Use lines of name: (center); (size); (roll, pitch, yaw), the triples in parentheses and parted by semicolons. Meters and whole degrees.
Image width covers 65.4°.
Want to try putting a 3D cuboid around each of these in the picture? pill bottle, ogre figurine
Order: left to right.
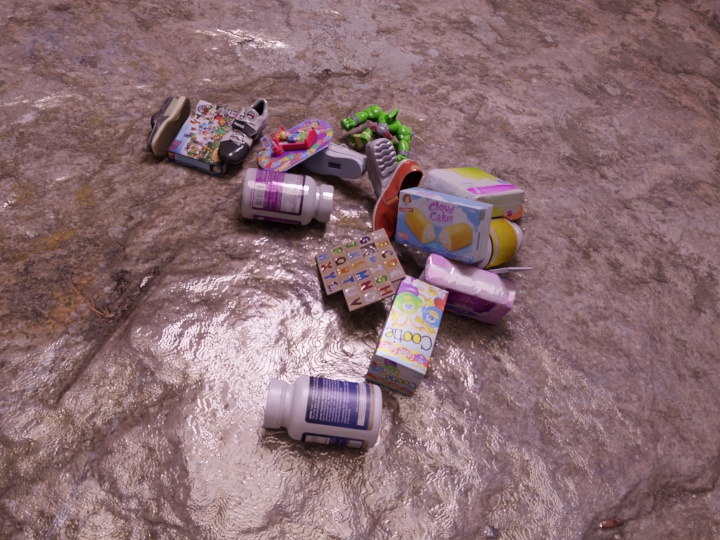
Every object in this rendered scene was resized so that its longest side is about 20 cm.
pill bottle: (-0.163, -0.162, 1.263); (0.197, 0.113, 0.113); (7, 53, -9)
pill bottle: (-0.068, 0.246, 0.993); (0.197, 0.112, 0.112); (9, 53, -7)
ogre figurine: (0.059, -0.359, 1.470); (0.198, 0.099, 0.120); (27, 64, 21)
pill bottle: (0.288, -0.062, 1.275); (0.199, 0.113, 0.113); (-12, 56, -47)

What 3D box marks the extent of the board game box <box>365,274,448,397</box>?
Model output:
board game box: (0.094, 0.128, 1.122); (0.104, 0.104, 0.201); (21, 53, 2)

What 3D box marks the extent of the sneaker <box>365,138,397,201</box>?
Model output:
sneaker: (0.059, -0.216, 1.330); (0.074, 0.203, 0.082); (-19, 23, -20)

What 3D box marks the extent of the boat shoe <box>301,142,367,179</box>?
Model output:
boat shoe: (-0.061, -0.283, 1.387); (0.200, 0.075, 0.086); (17, 34, 27)

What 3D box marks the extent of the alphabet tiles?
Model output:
alphabet tiles: (0.000, 0.000, 1.181); (0.165, 0.008, 0.201); (-21, 43, 0)

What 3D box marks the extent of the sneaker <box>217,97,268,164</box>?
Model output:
sneaker: (-0.278, -0.339, 1.334); (0.073, 0.089, 0.201); (24, 54, -2)

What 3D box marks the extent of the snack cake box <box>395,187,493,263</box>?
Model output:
snack cake box: (0.173, -0.099, 1.188); (0.199, 0.117, 0.067); (19, 25, 38)

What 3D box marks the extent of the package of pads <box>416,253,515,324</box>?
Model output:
package of pads: (0.220, 0.042, 1.200); (0.197, 0.121, 0.076); (18, 65, 0)

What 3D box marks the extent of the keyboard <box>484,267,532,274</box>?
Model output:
keyboard: (0.298, 0.002, 1.219); (0.055, 0.200, 0.011); (-6, 88, -14)

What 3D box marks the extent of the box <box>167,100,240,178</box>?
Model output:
box: (-0.368, -0.326, 1.377); (0.135, 0.038, 0.202); (16, 53, -2)

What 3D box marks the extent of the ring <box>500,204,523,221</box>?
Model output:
ring: (0.324, -0.192, 1.428); (0.198, 0.019, 0.202); (12, 39, -10)

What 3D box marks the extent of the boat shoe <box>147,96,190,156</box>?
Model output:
boat shoe: (-0.473, -0.351, 1.356); (0.065, 0.072, 0.203); (9, 52, 6)

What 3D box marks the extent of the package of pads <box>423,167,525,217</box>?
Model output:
package of pads: (0.256, -0.179, 1.281); (0.198, 0.069, 0.154); (-11, 37, -42)

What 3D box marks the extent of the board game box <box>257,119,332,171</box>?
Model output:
board game box: (-0.165, -0.319, 1.360); (0.199, 0.039, 0.158); (-32, 44, -5)

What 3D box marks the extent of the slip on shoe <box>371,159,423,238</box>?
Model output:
slip on shoe: (0.083, -0.154, 1.279); (0.073, 0.202, 0.061); (17, 13, -36)
